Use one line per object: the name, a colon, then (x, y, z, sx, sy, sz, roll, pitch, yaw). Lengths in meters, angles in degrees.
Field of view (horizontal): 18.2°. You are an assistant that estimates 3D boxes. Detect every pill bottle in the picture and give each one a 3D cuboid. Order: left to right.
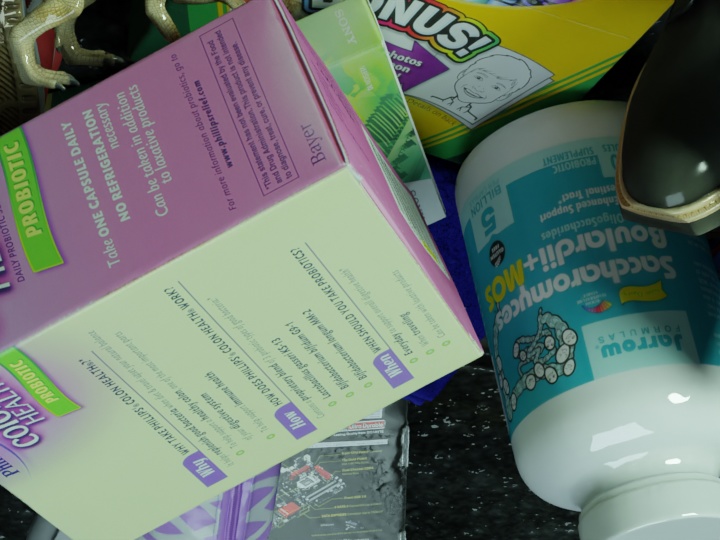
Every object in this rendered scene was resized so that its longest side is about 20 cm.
pill bottle: (0.114, 0.032, 1.020, 0.110, 0.201, 0.111, -10, 154, -5)

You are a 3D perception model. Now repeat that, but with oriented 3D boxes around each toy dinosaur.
toy dinosaur: (-0.115, -0.129, 0.910, 0.198, 0.058, 0.102, 1, 107, -3)

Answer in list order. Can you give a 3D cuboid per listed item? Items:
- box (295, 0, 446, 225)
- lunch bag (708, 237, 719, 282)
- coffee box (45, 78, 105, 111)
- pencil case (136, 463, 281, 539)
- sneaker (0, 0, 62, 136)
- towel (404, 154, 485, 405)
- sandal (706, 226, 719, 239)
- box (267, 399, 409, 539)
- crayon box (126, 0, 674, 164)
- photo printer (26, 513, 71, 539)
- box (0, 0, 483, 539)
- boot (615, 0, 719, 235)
box: (-0.068, -0.032, 1.002, 0.199, 0.036, 0.145, -25, 148, 0)
lunch bag: (0.219, -0.009, 1.092, 0.094, 0.151, 0.200, 35, 139, 6)
coffee box: (-0.089, -0.029, 1.170, 0.122, 0.044, 0.200, -11, 146, 18)
pencil case: (-0.086, 0.137, 1.248, 0.083, 0.086, 0.201, -3, 121, -18)
sneaker: (-0.159, -0.151, 0.976, 0.071, 0.113, 0.201, 5, 117, -3)
towel: (0.000, 0.000, 1.148, 0.199, 0.050, 0.148, 16, 126, -41)
sandal: (0.168, -0.060, 1.091, 0.069, 0.078, 0.212, 31, 151, -9)
box: (-0.071, 0.132, 1.330, 0.198, 0.049, 0.161, -4, 115, -8)
crayon box: (0.021, -0.132, 0.992, 0.199, 0.059, 0.173, 15, 145, -22)
photo printer: (-0.125, 0.165, 1.452, 0.165, 0.070, 0.200, 11, 146, -16)
box: (-0.076, 0.008, 0.935, 0.199, 0.097, 0.176, -29, 147, 7)
boot: (0.143, -0.129, 0.888, 0.077, 0.201, 0.139, 13, 151, 29)
